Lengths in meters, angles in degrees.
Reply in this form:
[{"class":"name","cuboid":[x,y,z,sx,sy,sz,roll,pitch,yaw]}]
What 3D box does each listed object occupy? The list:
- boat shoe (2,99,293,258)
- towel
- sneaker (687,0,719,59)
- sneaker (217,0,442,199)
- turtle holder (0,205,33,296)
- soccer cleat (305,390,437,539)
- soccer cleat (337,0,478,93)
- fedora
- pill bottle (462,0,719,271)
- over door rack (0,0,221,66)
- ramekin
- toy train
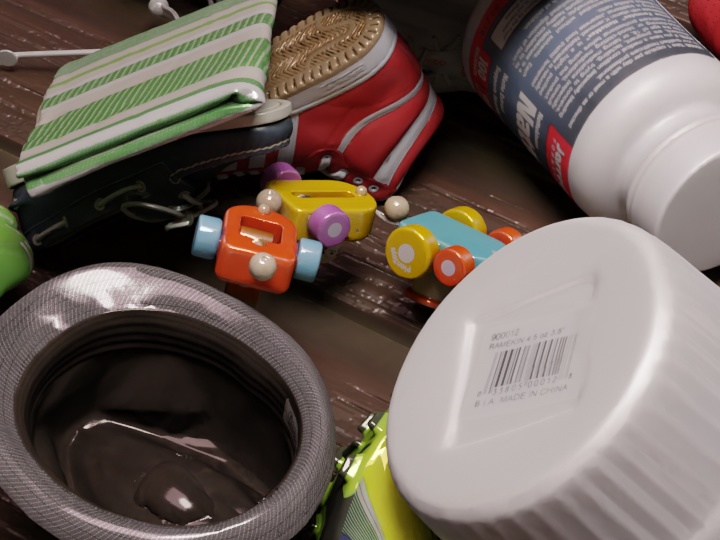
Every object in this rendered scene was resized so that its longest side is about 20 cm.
[{"class":"boat shoe","cuboid":[-0.119,-0.052,1.508,0.199,0.062,0.075,-14,2,27]},{"class":"towel","cuboid":[-0.118,-0.105,1.505,0.152,0.023,0.200,-22,19,8]},{"class":"sneaker","cuboid":[0.245,-0.106,1.597,0.112,0.071,0.200,-27,51,-29]},{"class":"sneaker","cuboid":[-0.047,-0.080,1.588,0.199,0.112,0.071,-21,47,23]},{"class":"turtle holder","cuboid":[-0.274,-0.005,1.465,0.132,0.141,0.186,21,57,45]},{"class":"soccer cleat","cuboid":[0.015,0.141,1.370,0.084,0.065,0.200,31,41,-8]},{"class":"soccer cleat","cuboid":[0.044,-0.139,1.645,0.199,0.069,0.078,-18,49,-20]},{"class":"fedora","cuboid":[-0.108,0.097,1.385,0.200,0.090,0.177,28,53,19]},{"class":"pill bottle","cuboid":[0.157,-0.094,1.553,0.119,0.120,0.200,-21,46,-19]},{"class":"over door rack","cuboid":[-0.165,-0.195,1.633,0.199,0.148,0.067,-9,43,4]},{"class":"ramekin","cuboid":[0.107,0.070,1.316,0.200,0.098,0.201,-31,37,27]},{"class":"toy train","cuboid":[0.000,0.000,1.466,0.199,0.056,0.150,12,23,-11]}]
